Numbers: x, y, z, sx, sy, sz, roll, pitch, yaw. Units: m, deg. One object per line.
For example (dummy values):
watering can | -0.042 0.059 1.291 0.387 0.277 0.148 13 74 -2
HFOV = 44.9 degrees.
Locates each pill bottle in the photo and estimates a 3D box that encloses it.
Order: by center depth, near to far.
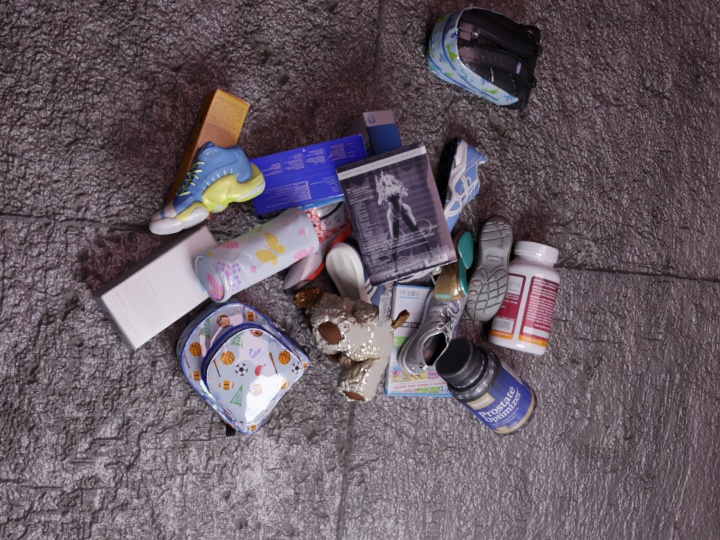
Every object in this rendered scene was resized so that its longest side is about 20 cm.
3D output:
pill bottle | 0.230 0.211 1.612 0.200 0.111 0.112 41 75 -31
pill bottle | 0.316 0.052 1.660 0.112 0.113 0.202 15 86 -26

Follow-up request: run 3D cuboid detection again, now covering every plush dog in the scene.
plush dog | -0.027 0.093 1.453 0.160 0.171 0.201 -43 133 -27

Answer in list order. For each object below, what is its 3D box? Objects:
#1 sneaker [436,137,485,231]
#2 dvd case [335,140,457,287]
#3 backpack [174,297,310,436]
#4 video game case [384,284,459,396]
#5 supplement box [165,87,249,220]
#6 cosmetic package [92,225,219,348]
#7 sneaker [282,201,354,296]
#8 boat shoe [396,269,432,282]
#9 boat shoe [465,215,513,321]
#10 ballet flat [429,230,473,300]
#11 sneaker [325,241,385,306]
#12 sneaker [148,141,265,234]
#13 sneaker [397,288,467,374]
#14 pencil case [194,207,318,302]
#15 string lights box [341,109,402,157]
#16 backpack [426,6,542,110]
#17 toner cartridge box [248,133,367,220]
sneaker | 0.178 -0.140 1.602 0.076 0.076 0.202 19 85 -22
dvd case | 0.058 -0.090 1.402 0.147 0.016 0.202 -17 98 2
backpack | -0.196 0.145 1.393 0.190 0.154 0.200 43 77 -11
video game case | 0.117 0.132 1.617 0.142 0.018 0.202 5 90 -28
supplement box | -0.244 -0.185 1.393 0.068 0.066 0.202 19 84 -26
cosmetic package | -0.306 0.023 1.369 0.199 0.074 0.102 -36 108 -23
sneaker | -0.090 -0.061 1.478 0.108 0.067 0.202 48 70 -18
boat shoe | 0.097 -0.018 1.506 0.066 0.200 0.074 -30 75 -14
boat shoe | 0.245 -0.006 1.638 0.075 0.074 0.202 13 102 1
ballet flat | 0.162 -0.008 1.583 0.201 0.072 0.068 -74 144 -54
sneaker | 0.000 0.000 1.489 0.085 0.074 0.201 -53 153 -23
sneaker | -0.247 -0.131 1.326 0.199 0.076 0.106 -27 94 -32
sneaker | 0.149 0.104 1.574 0.074 0.082 0.201 34 76 -24
pencil case | -0.161 -0.026 1.360 0.199 0.090 0.084 -30 102 -34
string lights box | 0.036 -0.158 1.484 0.058 0.103 0.202 -12 80 -26
backpack | 0.218 -0.395 1.586 0.199 0.153 0.165 9 91 -48
toner cartridge box | -0.083 -0.153 1.432 0.198 0.043 0.096 -13 82 0
